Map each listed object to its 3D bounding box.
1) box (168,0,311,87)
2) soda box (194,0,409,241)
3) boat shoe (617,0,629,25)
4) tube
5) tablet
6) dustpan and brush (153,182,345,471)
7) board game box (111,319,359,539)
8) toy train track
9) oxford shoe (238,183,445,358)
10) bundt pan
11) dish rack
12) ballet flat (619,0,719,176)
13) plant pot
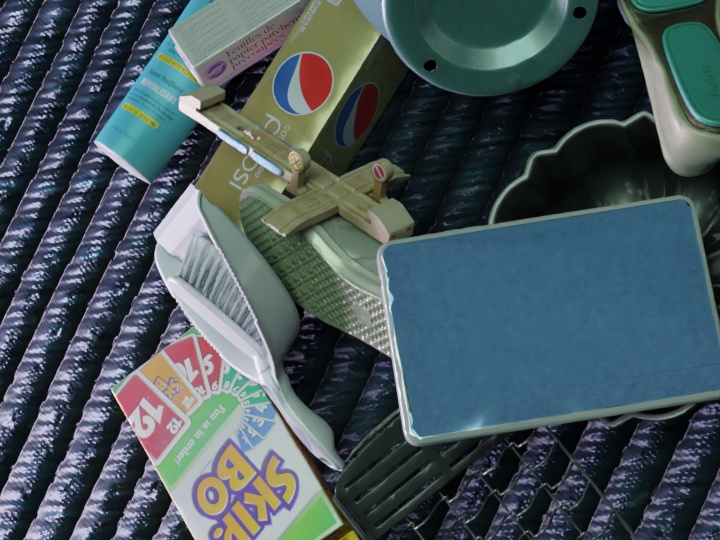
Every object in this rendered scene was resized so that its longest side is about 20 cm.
[{"bbox_3d":[-0.038,-0.198,1.521,0.199,0.039,0.042,-34,64,-5],"label":"box"},{"bbox_3d":[-0.044,-0.091,1.498,0.064,0.068,0.201,30,87,25],"label":"soda box"},{"bbox_3d":[0.264,-0.192,1.404,0.199,0.074,0.066,-24,63,15],"label":"boat shoe"},{"bbox_3d":[-0.112,-0.156,1.561,0.077,0.050,0.201,33,83,17],"label":"tube"},{"bbox_3d":[0.116,0.029,1.316,0.198,0.014,0.131,-9,72,-1],"label":"tablet"},{"bbox_3d":[-0.069,0.047,1.436,0.200,0.140,0.057,43,68,-3],"label":"dustpan and brush"},{"bbox_3d":[-0.084,0.134,1.474,0.095,0.030,0.201,-36,68,8],"label":"board game box"},{"bbox_3d":[-0.043,-0.078,1.412,0.200,0.114,0.033,33,133,32],"label":"toy train track"},{"bbox_3d":[0.000,0.000,1.399,0.199,0.076,0.058,32,54,32],"label":"oxford shoe"},{"bbox_3d":[0.177,0.007,1.378,0.200,0.076,0.203,-6,73,19],"label":"bundt pan"},{"bbox_3d":[0.085,0.165,1.346,0.153,0.055,0.200,-39,91,7],"label":"dish rack"},{"bbox_3d":[0.194,-0.144,1.353,0.069,0.070,0.201,-17,56,16],"label":"ballet flat"},{"bbox_3d":[0.073,-0.213,1.375,0.199,0.201,0.188,-27,32,12],"label":"plant pot"}]
